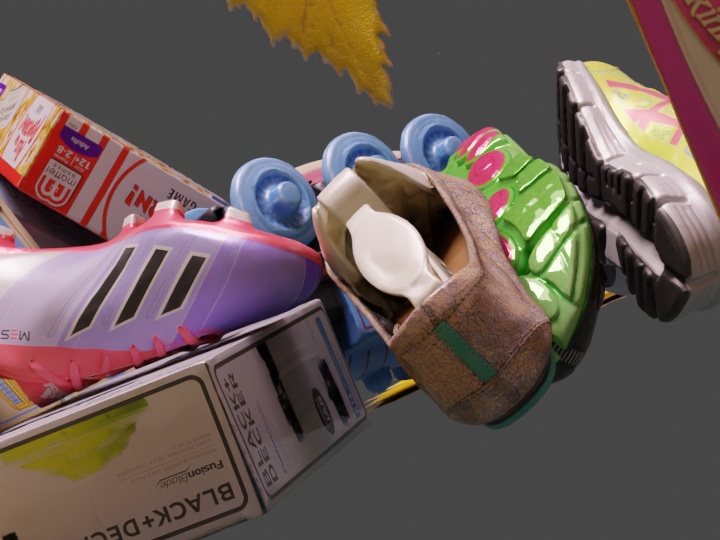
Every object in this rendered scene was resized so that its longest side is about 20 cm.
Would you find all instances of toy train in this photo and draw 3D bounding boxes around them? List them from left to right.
[{"bbox_3d":[0.000,0.000,1.150,0.200,0.115,0.087,-18,-12,-41],"label":"toy train"}]

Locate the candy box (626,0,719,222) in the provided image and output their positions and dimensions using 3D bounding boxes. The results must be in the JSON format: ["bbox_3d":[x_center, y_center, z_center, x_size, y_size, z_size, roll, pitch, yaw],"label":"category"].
[{"bbox_3d":[0.139,-0.045,0.580,0.061,0.137,0.200,-22,0,31],"label":"candy box"}]

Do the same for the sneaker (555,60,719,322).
[{"bbox_3d":[0.140,-0.039,1.061,0.090,0.078,0.200,-12,29,-9],"label":"sneaker"}]

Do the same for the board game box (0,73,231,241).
[{"bbox_3d":[-0.115,-0.037,1.268,0.046,0.151,0.200,-59,18,0],"label":"board game box"}]

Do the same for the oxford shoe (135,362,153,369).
[{"bbox_3d":[-0.095,0.061,1.299,0.084,0.073,0.200,-24,3,-28],"label":"oxford shoe"}]

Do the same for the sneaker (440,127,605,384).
[{"bbox_3d":[0.073,-0.001,1.022,0.077,0.084,0.200,-43,17,11],"label":"sneaker"}]

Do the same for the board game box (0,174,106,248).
[{"bbox_3d":[-0.216,0.046,1.340,0.199,0.043,0.200,-38,-31,11],"label":"board game box"}]

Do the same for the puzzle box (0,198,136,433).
[{"bbox_3d":[-0.167,0.029,1.109,0.025,0.200,0.133,-42,-7,25],"label":"puzzle box"}]

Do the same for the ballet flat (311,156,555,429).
[{"bbox_3d":[0.019,-0.008,0.929,0.068,0.067,0.200,-50,23,3],"label":"ballet flat"}]

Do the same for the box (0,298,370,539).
[{"bbox_3d":[-0.075,0.068,0.980,0.116,0.060,0.200,-21,2,14],"label":"box"}]

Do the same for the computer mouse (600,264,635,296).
[{"bbox_3d":[0.129,-0.015,1.201,0.109,0.044,0.200,-26,8,-4],"label":"computer mouse"}]

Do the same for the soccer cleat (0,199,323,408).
[{"bbox_3d":[-0.101,0.020,0.993,0.199,0.077,0.067,-3,-20,31],"label":"soccer cleat"}]

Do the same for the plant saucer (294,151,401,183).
[{"bbox_3d":[0.019,-0.020,1.373,0.199,0.051,0.201,-1,21,0],"label":"plant saucer"}]
